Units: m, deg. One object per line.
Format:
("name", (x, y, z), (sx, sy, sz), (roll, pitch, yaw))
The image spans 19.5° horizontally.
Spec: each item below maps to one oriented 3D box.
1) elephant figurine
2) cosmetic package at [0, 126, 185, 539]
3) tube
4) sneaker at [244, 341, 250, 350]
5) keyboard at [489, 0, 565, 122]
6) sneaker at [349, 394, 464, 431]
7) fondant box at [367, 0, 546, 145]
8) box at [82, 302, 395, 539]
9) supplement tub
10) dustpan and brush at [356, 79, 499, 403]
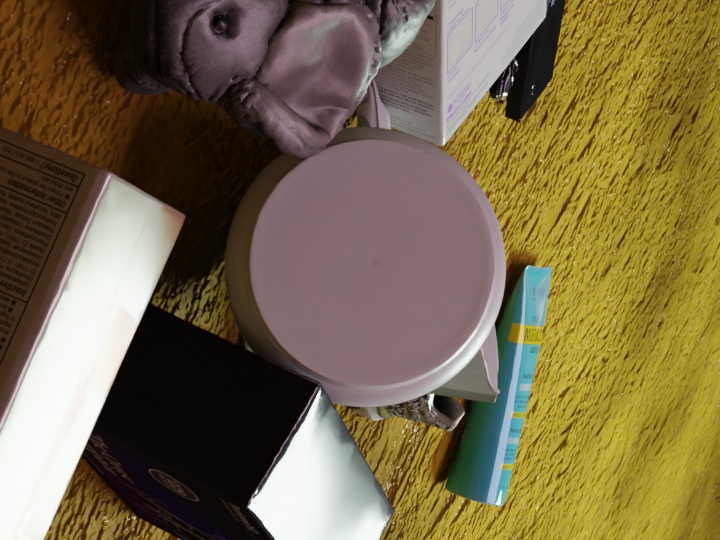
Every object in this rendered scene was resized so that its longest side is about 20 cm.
("elephant figurine", (-0.057, -0.122, 0.979), (0.200, 0.141, 0.155), (-43, 106, -33))
("cosmetic package", (-0.168, 0.042, 0.894), (0.200, 0.103, 0.087), (-65, 158, -4))
("tube", (0.120, 0.092, 1.727), (0.077, 0.050, 0.200), (1, 105, -75))
("sneaker", (-0.016, 0.021, 1.273), (0.075, 0.081, 0.200), (-28, 137, -62))
("keyboard", (0.122, -0.195, 1.479), (0.127, 0.021, 0.200), (-51, 153, -50))
("sneaker", (0.046, 0.032, 1.419), (0.077, 0.089, 0.200), (-49, 152, -40))
("fondant box", (0.061, -0.198, 1.275), (0.144, 0.058, 0.200), (-52, 155, -36))
("box", (-0.075, 0.100, 1.122), (0.079, 0.141, 0.200), (-62, 158, -17))
("supplement tub", (0.000, 0.000, 1.118), (0.200, 0.145, 0.145), (150, -37, -86))
("dustpan and brush", (0.022, -0.020, 1.304), (0.057, 0.140, 0.200), (-4, 96, -41))
